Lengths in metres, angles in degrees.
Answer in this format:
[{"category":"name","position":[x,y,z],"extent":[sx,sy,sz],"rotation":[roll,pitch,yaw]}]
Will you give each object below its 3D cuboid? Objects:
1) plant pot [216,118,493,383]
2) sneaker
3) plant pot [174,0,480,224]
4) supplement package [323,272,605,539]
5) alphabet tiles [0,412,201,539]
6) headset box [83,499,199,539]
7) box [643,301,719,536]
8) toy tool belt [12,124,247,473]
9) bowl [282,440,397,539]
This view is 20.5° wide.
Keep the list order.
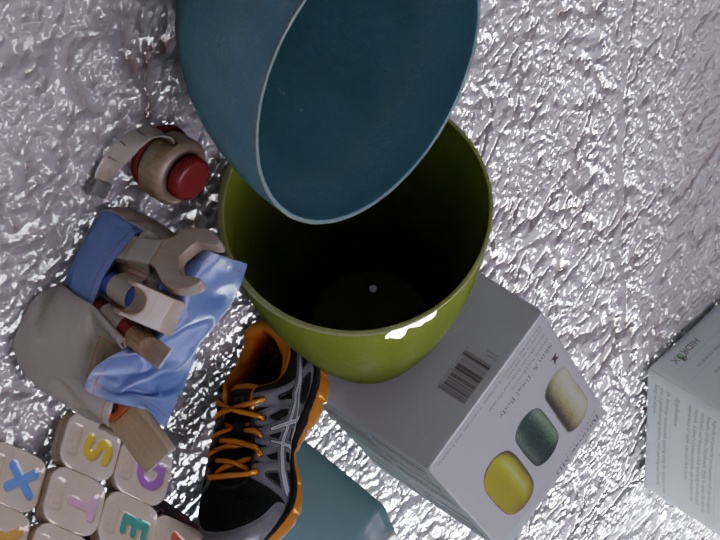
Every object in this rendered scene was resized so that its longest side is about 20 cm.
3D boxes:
[{"category":"plant pot","position":[0.000,0.000,1.421],"extent":[0.187,0.187,0.200],"rotation":[-46,161,-17]},{"category":"sneaker","position":[-0.081,0.122,1.447],"extent":[0.201,0.078,0.077],"rotation":[-77,151,-42]},{"category":"plant pot","position":[-0.039,-0.149,1.255],"extent":[0.200,0.134,0.201],"rotation":[-34,141,-33]},{"category":"supplement package","position":[0.076,0.099,1.602],"extent":[0.152,0.150,0.200],"rotation":[-52,147,-9]},{"category":"alphabet tiles","position":[-0.190,0.204,1.355],"extent":[0.195,0.015,0.201],"rotation":[32,61,-38]},{"category":"headset box","position":[-0.192,0.264,1.450],"extent":[0.199,0.075,0.150],"rotation":[-18,129,-46]},{"category":"box","position":[0.423,0.152,2.094],"extent":[0.200,0.171,0.200],"rotation":[-38,143,-28]},{"category":"toy tool belt","position":[-0.127,0.019,1.290],"extent":[0.125,0.123,0.201],"rotation":[17,103,-57]},{"category":"bowl","position":[-0.038,0.238,1.546],"extent":[0.201,0.104,0.202],"rotation":[18,90,-77]}]
